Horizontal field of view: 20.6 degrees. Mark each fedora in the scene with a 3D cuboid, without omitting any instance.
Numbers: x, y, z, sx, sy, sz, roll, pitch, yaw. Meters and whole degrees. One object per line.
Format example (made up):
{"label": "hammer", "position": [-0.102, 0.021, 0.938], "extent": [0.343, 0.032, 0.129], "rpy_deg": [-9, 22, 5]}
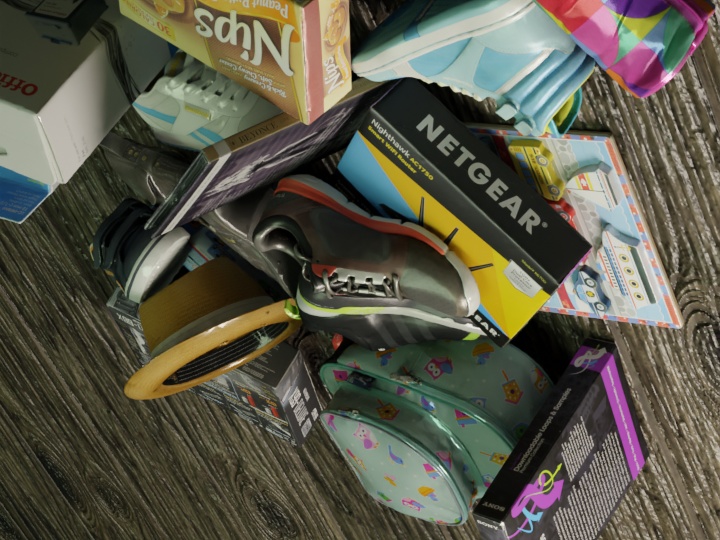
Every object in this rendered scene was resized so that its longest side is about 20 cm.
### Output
{"label": "fedora", "position": [-0.136, 0.043, 1.765], "extent": [0.082, 0.200, 0.201], "rpy_deg": [62, 149, 9]}

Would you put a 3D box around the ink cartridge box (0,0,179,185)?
{"label": "ink cartridge box", "position": [-0.247, -0.182, 1.597], "extent": [0.146, 0.200, 0.086], "rpy_deg": [20, 145, 24]}

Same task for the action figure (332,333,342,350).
{"label": "action figure", "position": [0.015, 0.128, 1.881], "extent": [0.065, 0.051, 0.201], "rpy_deg": [41, 159, 50]}

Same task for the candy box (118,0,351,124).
{"label": "candy box", "position": [-0.098, -0.205, 1.469], "extent": [0.199, 0.055, 0.116], "rpy_deg": [32, 147, 26]}

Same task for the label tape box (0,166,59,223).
{"label": "label tape box", "position": [-0.292, -0.142, 1.693], "extent": [0.142, 0.200, 0.066], "rpy_deg": [15, 142, 30]}

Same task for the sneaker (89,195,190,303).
{"label": "sneaker", "position": [-0.201, -0.020, 1.761], "extent": [0.079, 0.079, 0.200], "rpy_deg": [39, 173, -1]}

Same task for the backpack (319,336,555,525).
{"label": "backpack", "position": [0.075, 0.129, 1.730], "extent": [0.199, 0.154, 0.176], "rpy_deg": [6, 142, 32]}

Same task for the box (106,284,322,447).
{"label": "box", "position": [-0.143, 0.087, 1.954], "extent": [0.199, 0.050, 0.158], "rpy_deg": [25, 160, 19]}

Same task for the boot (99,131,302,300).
{"label": "boot", "position": [-0.119, -0.052, 1.709], "extent": [0.173, 0.069, 0.200], "rpy_deg": [18, 159, 48]}

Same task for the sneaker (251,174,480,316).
{"label": "sneaker", "position": [0.000, 0.000, 1.580], "extent": [0.199, 0.082, 0.077], "rpy_deg": [26, 149, 23]}

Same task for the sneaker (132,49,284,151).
{"label": "sneaker", "position": [-0.121, -0.143, 1.638], "extent": [0.199, 0.077, 0.081], "rpy_deg": [6, 147, 40]}

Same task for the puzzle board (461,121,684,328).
{"label": "puzzle board", "position": [0.161, -0.033, 1.565], "extent": [0.150, 0.017, 0.201], "rpy_deg": [8, 139, 39]}

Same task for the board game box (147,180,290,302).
{"label": "board game box", "position": [-0.104, -0.035, 1.804], "extent": [0.151, 0.037, 0.200], "rpy_deg": [43, 149, -11]}

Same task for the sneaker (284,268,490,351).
{"label": "sneaker", "position": [0.036, 0.030, 1.669], "extent": [0.198, 0.072, 0.083], "rpy_deg": [10, 141, -5]}

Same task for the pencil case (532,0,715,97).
{"label": "pencil case", "position": [0.143, -0.205, 1.299], "extent": [0.200, 0.089, 0.088], "rpy_deg": [42, 148, -11]}

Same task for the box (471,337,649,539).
{"label": "box", "position": [0.170, 0.176, 1.652], "extent": [0.036, 0.200, 0.144], "rpy_deg": [13, 141, 34]}

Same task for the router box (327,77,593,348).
{"label": "router box", "position": [0.075, -0.045, 1.568], "extent": [0.200, 0.051, 0.149], "rpy_deg": [43, 154, 5]}

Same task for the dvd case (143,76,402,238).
{"label": "dvd case", "position": [-0.065, -0.095, 1.541], "extent": [0.016, 0.199, 0.149], "rpy_deg": [58, 149, 7]}

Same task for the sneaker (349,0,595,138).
{"label": "sneaker", "position": [0.085, -0.141, 1.440], "extent": [0.199, 0.080, 0.131], "rpy_deg": [-12, 123, 52]}
